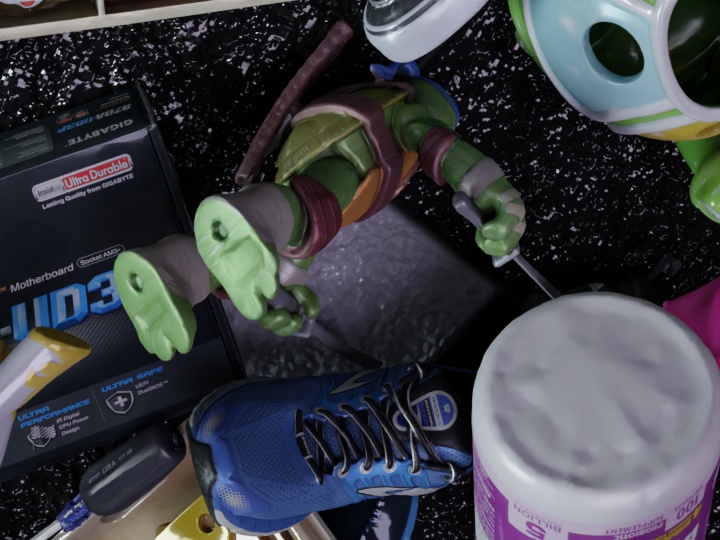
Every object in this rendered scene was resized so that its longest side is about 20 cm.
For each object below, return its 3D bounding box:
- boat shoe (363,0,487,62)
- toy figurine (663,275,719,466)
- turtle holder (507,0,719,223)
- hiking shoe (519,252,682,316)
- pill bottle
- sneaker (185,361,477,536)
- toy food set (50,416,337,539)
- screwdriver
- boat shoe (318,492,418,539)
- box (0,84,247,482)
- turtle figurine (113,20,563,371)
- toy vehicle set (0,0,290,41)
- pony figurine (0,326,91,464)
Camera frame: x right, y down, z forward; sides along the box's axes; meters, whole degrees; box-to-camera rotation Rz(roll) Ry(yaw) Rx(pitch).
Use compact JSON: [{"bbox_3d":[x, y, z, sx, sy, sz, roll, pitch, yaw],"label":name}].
[{"bbox_3d":[0.052,-0.188,0.815,0.068,0.074,0.200,31,101,-33],"label":"boat shoe"},{"bbox_3d":[0.225,0.048,0.957,0.183,0.151,0.201,-18,148,-19],"label":"toy figurine"},{"bbox_3d":[0.139,-0.112,0.858,0.140,0.132,0.187,1,118,-17],"label":"turtle holder"},{"bbox_3d":[0.154,0.090,1.011,0.100,0.076,0.201,-18,121,-2],"label":"hiking shoe"},{"bbox_3d":[0.108,0.108,0.881,0.111,0.113,0.201,-17,146,-6],"label":"pill bottle"},{"bbox_3d":[0.003,0.074,0.905,0.199,0.079,0.089,-8,166,-44],"label":"sneaker"},{"bbox_3d":[-0.066,0.188,0.937,0.143,0.060,0.201,-42,78,26],"label":"toy food set"},{"bbox_3d":[-0.159,0.138,0.950,0.200,0.029,0.028,-42,163,25],"label":"screwdriver"},{"bbox_3d":[-0.045,0.177,0.999,0.068,0.084,0.201,27,106,-26],"label":"boat shoe"},{"bbox_3d":[-0.169,0.019,0.892,0.198,0.046,0.160,-19,123,-5],"label":"box"},{"bbox_3d":[0.000,0.000,0.848,0.193,0.143,0.202,-26,122,-45],"label":"turtle figurine"},{"bbox_3d":[-0.089,-0.173,0.818,0.198,0.027,0.125,-10,121,-11],"label":"toy vehicle set"},{"bbox_3d":[-0.235,0.094,0.816,0.192,0.166,0.201,19,99,-32],"label":"pony figurine"}]
